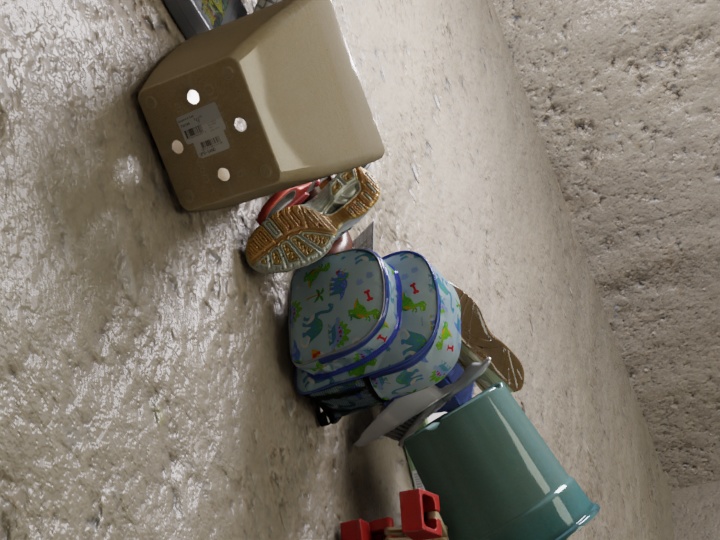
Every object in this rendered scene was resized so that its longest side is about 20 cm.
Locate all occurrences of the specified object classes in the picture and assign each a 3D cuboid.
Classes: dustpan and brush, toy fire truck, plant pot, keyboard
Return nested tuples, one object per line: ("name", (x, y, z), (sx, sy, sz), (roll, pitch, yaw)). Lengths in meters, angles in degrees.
("dustpan and brush", (0.089, 0.172, 1.554), (0.057, 0.200, 0.139), (43, 12, 17))
("toy fire truck", (0.053, 0.321, 1.426), (0.200, 0.140, 0.049), (44, 35, -54))
("plant pot", (0.163, 0.259, 1.480), (0.198, 0.199, 0.200), (60, 19, 6))
("keyboard", (0.000, 0.000, 1.627), (0.011, 0.056, 0.201), (31, 28, -17))
("plant pot", (-0.121, -0.166, 1.286), (0.177, 0.198, 0.202), (-42, 114, -57))

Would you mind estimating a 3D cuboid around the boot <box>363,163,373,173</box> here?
("boot", (-0.038, -0.208, 1.621), (0.201, 0.072, 0.091), (60, -3, 47))

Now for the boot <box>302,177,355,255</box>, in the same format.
("boot", (-0.069, -0.114, 1.546), (0.201, 0.068, 0.189), (64, 22, -25))

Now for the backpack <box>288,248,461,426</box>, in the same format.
("backpack", (0.013, 0.066, 1.432), (0.147, 0.198, 0.185), (48, 32, -50))

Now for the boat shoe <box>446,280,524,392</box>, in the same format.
("boat shoe", (0.137, 0.094, 1.576), (0.200, 0.065, 0.073), (47, 44, -23))

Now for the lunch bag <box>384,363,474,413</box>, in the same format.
("lunch bag", (0.068, 0.106, 1.653), (0.201, 0.131, 0.137), (61, 31, -36))

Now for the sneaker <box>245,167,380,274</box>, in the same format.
("sneaker", (-0.060, -0.045, 1.442), (0.199, 0.088, 0.076), (-33, 83, -29))

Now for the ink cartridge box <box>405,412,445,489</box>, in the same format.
("ink cartridge box", (0.123, 0.270, 1.795), (0.200, 0.047, 0.147), (1, 74, -70))

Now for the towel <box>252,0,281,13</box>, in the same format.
("towel", (-0.074, -0.348, 1.544), (0.200, 0.085, 0.167), (-53, 167, -80))

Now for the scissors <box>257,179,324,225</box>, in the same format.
("scissors", (-0.061, -0.108, 1.468), (0.200, 0.014, 0.074), (-45, 157, -31))

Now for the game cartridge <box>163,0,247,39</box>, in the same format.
("game cartridge", (-0.198, -0.341, 1.421), (0.201, 0.040, 0.134), (59, 28, -36))
